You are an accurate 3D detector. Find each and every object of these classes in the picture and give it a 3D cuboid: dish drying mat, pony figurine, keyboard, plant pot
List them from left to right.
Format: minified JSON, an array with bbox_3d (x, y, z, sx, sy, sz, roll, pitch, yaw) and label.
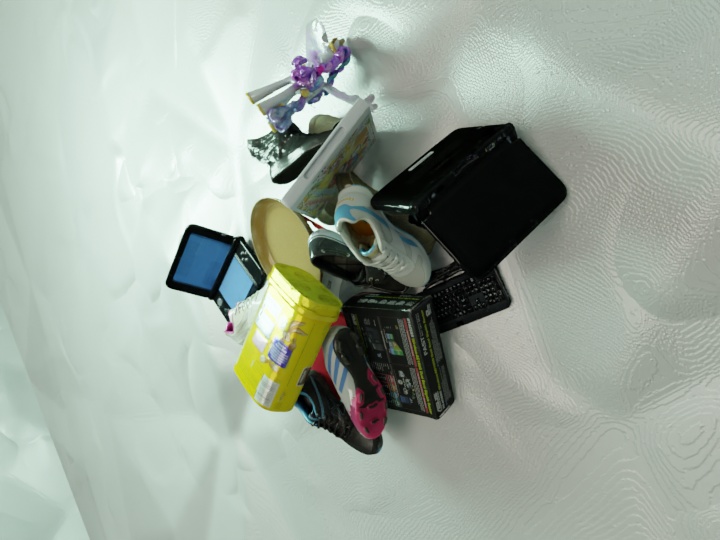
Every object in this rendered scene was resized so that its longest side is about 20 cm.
[{"bbox_3d":[-0.131,-0.040,0.989,0.199,0.027,0.202,28,133,35],"label":"plant pot"},{"bbox_3d":[-0.082,-0.313,0.895,0.199,0.167,0.193,-37,34,-1],"label":"pony figurine"},{"bbox_3d":[-0.056,0.168,0.993,0.076,0.018,0.202,19,110,23],"label":"dish drying mat"},{"bbox_3d":[0.136,0.043,0.875,0.199,0.039,0.105,-29,79,41],"label":"keyboard"}]

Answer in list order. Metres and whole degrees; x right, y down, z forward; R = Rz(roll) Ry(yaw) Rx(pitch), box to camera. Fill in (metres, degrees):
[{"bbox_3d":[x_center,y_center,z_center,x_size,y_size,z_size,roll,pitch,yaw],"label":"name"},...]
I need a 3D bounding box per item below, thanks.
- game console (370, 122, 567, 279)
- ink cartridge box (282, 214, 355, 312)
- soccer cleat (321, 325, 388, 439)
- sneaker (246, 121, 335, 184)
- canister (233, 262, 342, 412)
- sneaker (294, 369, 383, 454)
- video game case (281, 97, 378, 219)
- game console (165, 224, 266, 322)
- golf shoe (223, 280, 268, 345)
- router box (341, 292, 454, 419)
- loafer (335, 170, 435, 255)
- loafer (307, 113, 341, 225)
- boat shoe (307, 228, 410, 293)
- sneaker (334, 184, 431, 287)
[{"bbox_3d":[0.145,-0.102,0.754,0.175,0.200,0.117,17,142,57],"label":"game console"},{"bbox_3d":[-0.086,-0.009,0.998,0.159,0.047,0.201,31,151,35],"label":"ink cartridge box"},{"bbox_3d":[-0.013,0.184,0.922,0.086,0.069,0.202,-3,107,57],"label":"soccer cleat"},{"bbox_3d":[-0.114,-0.223,0.948,0.199,0.060,0.105,-25,69,32],"label":"sneaker"},{"bbox_3d":[-0.126,0.111,0.902,0.148,0.086,0.202,39,109,45],"label":"canister"},{"bbox_3d":[-0.052,0.260,0.953,0.199,0.082,0.074,34,115,16],"label":"sneaker"},{"bbox_3d":[-0.040,-0.164,0.852,0.023,0.200,0.183,38,94,3],"label":"video game case"},{"bbox_3d":[-0.328,0.021,1.229,0.176,0.116,0.201,51,128,23],"label":"game console"},{"bbox_3d":[-0.236,0.090,1.179,0.091,0.076,0.201,24,121,-9],"label":"golf shoe"},{"bbox_3d":[0.063,0.137,0.912,0.149,0.062,0.202,2,114,43],"label":"router box"},{"bbox_3d":[0.046,-0.097,0.874,0.200,0.076,0.067,39,110,-15],"label":"loafer"},{"bbox_3d":[-0.054,-0.182,0.978,0.068,0.075,0.203,1,99,48],"label":"loafer"},{"bbox_3d":[0.000,0.000,0.893,0.069,0.199,0.057,-46,29,39],"label":"boat shoe"},{"bbox_3d":[0.032,-0.032,0.820,0.076,0.081,0.200,-30,120,33],"label":"sneaker"}]
